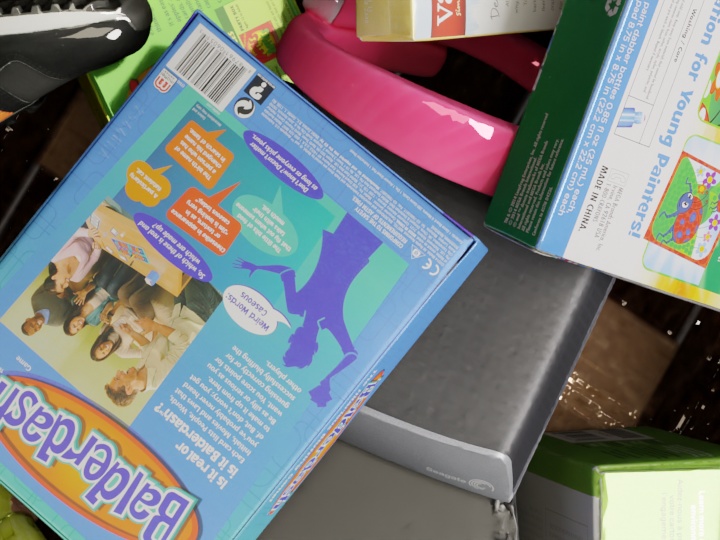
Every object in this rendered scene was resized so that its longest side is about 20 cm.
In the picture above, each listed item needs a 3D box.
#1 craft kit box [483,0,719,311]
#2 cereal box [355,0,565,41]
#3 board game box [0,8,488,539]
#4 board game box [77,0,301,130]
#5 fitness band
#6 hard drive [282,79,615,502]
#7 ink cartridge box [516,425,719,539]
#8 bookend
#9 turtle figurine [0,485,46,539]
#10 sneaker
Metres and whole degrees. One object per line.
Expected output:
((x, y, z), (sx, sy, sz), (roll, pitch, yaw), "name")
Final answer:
((0.167, -0.082, 0.985), (0.197, 0.048, 0.201), (18, 96, -33), "craft kit box")
((0.079, -0.174, 1.012), (0.199, 0.039, 0.145), (-8, 100, -41), "cereal box")
((-0.069, 0.020, 0.968), (0.152, 0.045, 0.200), (40, 91, 10), "board game box")
((-0.095, -0.138, 1.070), (0.101, 0.048, 0.201), (-26, 95, -9), "board game box")
((0.051, -0.076, 1.037), (0.143, 0.200, 0.038), (38, 111, 30), "fitness band")
((0.000, 0.000, 1.013), (0.199, 0.042, 0.135), (26, 81, 7), "hard drive")
((0.119, 0.177, 1.067), (0.075, 0.148, 0.201), (-3, 92, -12), "ink cartridge box")
((-0.030, 0.097, 1.065), (0.199, 0.092, 0.200), (-5, 81, 0), "bookend")
((-0.176, 0.074, 1.049), (0.199, 0.064, 0.162), (-20, 95, -10), "turtle figurine")
((-0.175, -0.070, 1.028), (0.199, 0.070, 0.091), (-9, 108, 15), "sneaker")
